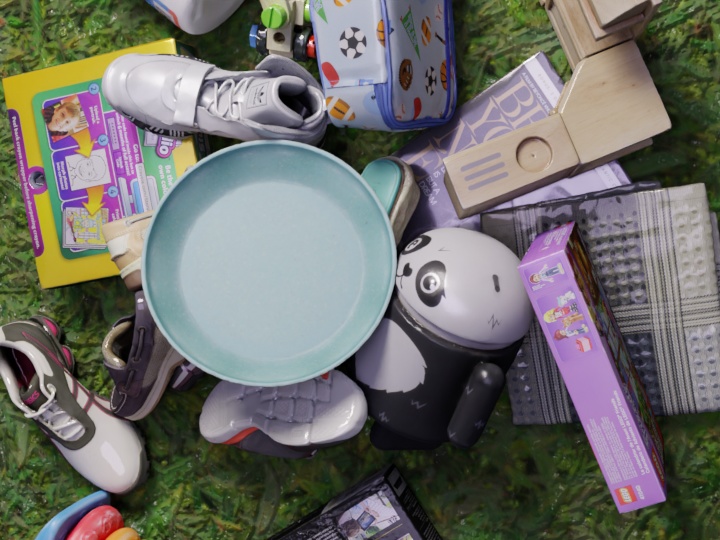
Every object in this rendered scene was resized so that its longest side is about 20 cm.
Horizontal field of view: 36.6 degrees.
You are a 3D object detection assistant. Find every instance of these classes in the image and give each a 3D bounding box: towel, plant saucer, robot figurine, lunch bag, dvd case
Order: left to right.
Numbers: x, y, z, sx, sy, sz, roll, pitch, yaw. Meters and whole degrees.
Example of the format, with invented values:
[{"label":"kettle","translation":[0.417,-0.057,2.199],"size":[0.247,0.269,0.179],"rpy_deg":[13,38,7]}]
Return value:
[{"label":"plant saucer","translation":[-0.071,-0.004,0.865],"size":[0.200,0.036,0.200],"rpy_deg":[0,75,0]},{"label":"lunch bag","translation":[0.027,-0.215,0.890],"size":[0.076,0.160,0.200],"rpy_deg":[4,100,30]},{"label":"robot figurine","translation":[0.061,0.060,0.896],"size":[0.150,0.125,0.200],"rpy_deg":[33,123,14]},{"label":"dvd case","translation":[0.115,-0.073,0.947],"size":[0.200,0.016,0.149],"rpy_deg":[-34,85,12]},{"label":"towel","translation":[0.208,0.029,0.919],"size":[0.192,0.035,0.200],"rpy_deg":[-7,100,16]}]

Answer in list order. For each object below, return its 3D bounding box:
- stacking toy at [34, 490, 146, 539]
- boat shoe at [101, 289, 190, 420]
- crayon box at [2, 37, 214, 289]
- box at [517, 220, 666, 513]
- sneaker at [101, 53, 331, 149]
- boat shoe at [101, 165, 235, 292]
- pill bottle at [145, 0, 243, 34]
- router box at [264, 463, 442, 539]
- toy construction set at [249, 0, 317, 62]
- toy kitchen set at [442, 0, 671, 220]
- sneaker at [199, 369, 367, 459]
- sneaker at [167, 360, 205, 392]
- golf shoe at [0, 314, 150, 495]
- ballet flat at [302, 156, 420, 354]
[{"label":"stacking toy","translation":[-0.195,0.293,0.988],"size":[0.200,0.110,0.116],"rpy_deg":[22,100,14]},{"label":"boat shoe","translation":[-0.194,0.070,0.956],"size":[0.065,0.200,0.072],"rpy_deg":[14,56,-21]},{"label":"crayon box","translation":[-0.223,-0.096,1.004],"size":[0.172,0.058,0.200],"rpy_deg":[-10,91,11]},{"label":"box","translation":[0.183,0.068,0.843],"size":[0.039,0.137,0.200],"rpy_deg":[-22,96,18]},{"label":"sneaker","translation":[-0.113,-0.148,0.912],"size":[0.200,0.115,0.075],"rpy_deg":[14,81,-15]},{"label":"boat shoe","translation":[-0.126,-0.058,0.932],"size":[0.200,0.072,0.076],"rpy_deg":[-30,89,-31]},{"label":"pill bottle","translation":[-0.190,-0.309,0.957],"size":[0.200,0.112,0.112],"rpy_deg":[40,101,8]},{"label":"router box","translation":[-0.017,0.289,0.979],"size":[0.200,0.051,0.149],"rpy_deg":[-33,87,13]},{"label":"toy construction set","translation":[-0.054,-0.250,0.900],"size":[0.092,0.200,0.131],"rpy_deg":[19,121,25]},{"label":"toy kitchen set","translation":[0.126,-0.171,0.845],"size":[0.180,0.163,0.200],"rpy_deg":[-22,85,2]},{"label":"sneaker","translation":[-0.053,0.127,0.940],"size":[0.200,0.082,0.077],"rpy_deg":[-6,57,48]},{"label":"sneaker","translation":[-0.084,0.059,0.976],"size":[0.115,0.076,0.200],"rpy_deg":[32,119,-15]},{"label":"golf shoe","translation":[-0.280,0.134,1.016],"size":[0.077,0.088,0.200],"rpy_deg":[-41,85,10]},{"label":"ballet flat","translation":[0.000,0.000,0.917],"size":[0.067,0.062,0.200],"rpy_deg":[23,80,30]}]
